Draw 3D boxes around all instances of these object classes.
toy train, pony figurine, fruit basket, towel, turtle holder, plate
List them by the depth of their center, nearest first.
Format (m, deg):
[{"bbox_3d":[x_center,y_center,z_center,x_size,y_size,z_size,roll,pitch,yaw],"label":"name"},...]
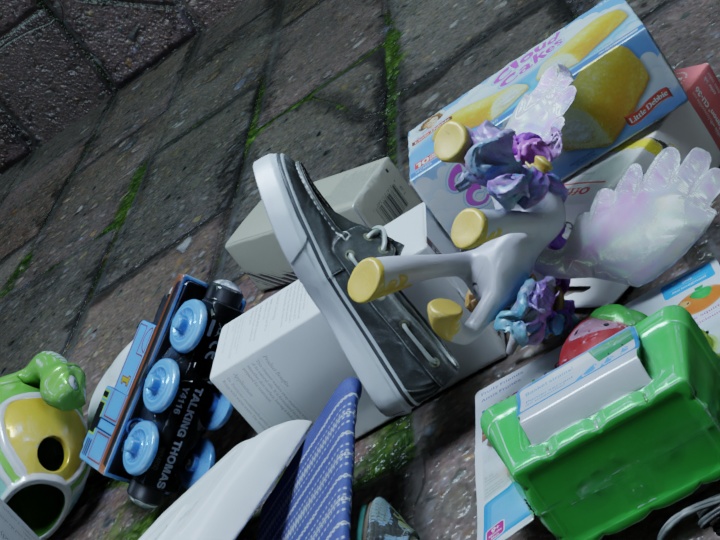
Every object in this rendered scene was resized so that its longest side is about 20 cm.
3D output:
[{"bbox_3d":[0.140,0.066,0.724,0.185,0.094,0.200,-32,19,16],"label":"fruit basket"},{"bbox_3d":[-0.035,0.174,0.799,0.145,0.024,0.200,-60,13,26],"label":"towel"},{"bbox_3d":[0.108,-0.030,0.800,0.166,0.200,0.194,41,107,35],"label":"pony figurine"},{"bbox_3d":[-0.132,0.195,0.856,0.200,0.032,0.200,-44,3,29],"label":"plate"},{"bbox_3d":[-0.161,0.099,1.060,0.114,0.086,0.201,14,82,52],"label":"toy train"},{"bbox_3d":[-0.301,0.167,1.145,0.185,0.141,0.132,-38,41,1],"label":"turtle holder"}]

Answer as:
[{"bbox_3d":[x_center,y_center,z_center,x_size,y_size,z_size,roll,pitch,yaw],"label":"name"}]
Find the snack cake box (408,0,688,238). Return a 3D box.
[{"bbox_3d":[0.134,-0.116,0.938,0.200,0.067,0.115,-33,21,15],"label":"snack cake box"}]

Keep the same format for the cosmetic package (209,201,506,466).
[{"bbox_3d":[-0.002,0.053,0.942,0.199,0.113,0.081,-30,23,15],"label":"cosmetic package"}]

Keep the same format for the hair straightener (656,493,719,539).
[{"bbox_3d":[0.208,0.093,0.582,0.200,0.077,0.041,-33,24,14],"label":"hair straightener"}]

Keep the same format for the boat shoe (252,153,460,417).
[{"bbox_3d":[0.000,0.000,0.849,0.071,0.201,0.072,-31,5,8],"label":"boat shoe"}]

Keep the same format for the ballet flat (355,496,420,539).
[{"bbox_3d":[0.025,0.202,0.689,0.074,0.074,0.200,-28,26,23],"label":"ballet flat"}]

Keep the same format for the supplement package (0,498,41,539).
[{"bbox_3d":[-0.347,0.280,0.974,0.150,0.152,0.200,-34,22,9],"label":"supplement package"}]

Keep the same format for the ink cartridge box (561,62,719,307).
[{"bbox_3d":[0.184,-0.062,0.933,0.200,0.068,0.116,-50,24,-26],"label":"ink cartridge box"}]

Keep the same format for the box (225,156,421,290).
[{"bbox_3d":[-0.038,-0.043,1.242,0.200,0.068,0.082,-14,32,47],"label":"box"}]

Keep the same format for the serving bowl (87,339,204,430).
[{"bbox_3d":[-0.191,0.100,1.204,0.200,0.066,0.200,-33,22,15],"label":"serving bowl"}]
